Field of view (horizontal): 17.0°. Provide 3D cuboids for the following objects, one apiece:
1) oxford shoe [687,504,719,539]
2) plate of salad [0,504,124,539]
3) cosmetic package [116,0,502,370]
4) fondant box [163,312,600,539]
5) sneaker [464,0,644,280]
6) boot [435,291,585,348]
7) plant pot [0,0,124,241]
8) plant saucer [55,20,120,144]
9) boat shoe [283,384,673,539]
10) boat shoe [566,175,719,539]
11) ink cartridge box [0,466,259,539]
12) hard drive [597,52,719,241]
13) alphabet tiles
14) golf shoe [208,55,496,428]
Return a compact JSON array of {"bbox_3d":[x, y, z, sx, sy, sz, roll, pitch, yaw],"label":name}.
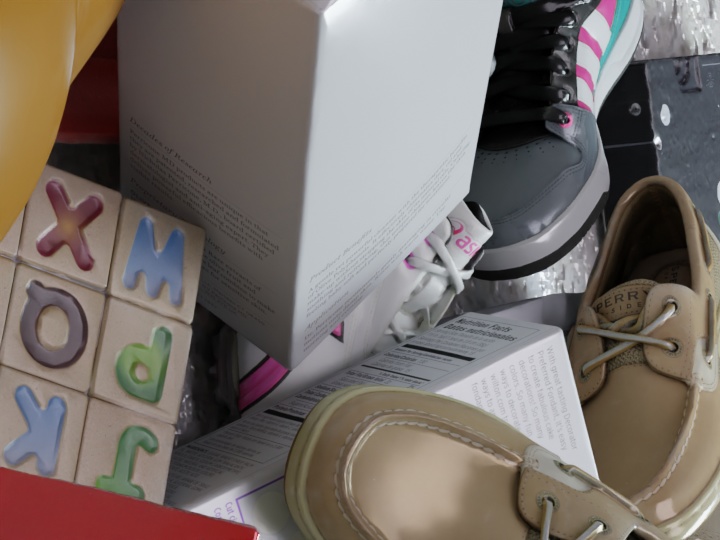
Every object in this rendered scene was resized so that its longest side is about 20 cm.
[{"bbox_3d":[0.143,0.139,0.991,0.071,0.074,0.200,12,78,-25],"label":"oxford shoe"},{"bbox_3d":[-0.091,0.152,0.689,0.200,0.048,0.200,-7,115,-16],"label":"plate of salad"},{"bbox_3d":[-0.014,-0.071,0.770,0.108,0.085,0.200,-44,159,-28],"label":"cosmetic package"},{"bbox_3d":[-0.005,0.118,0.830,0.200,0.058,0.144,-24,107,-28],"label":"fondant box"},{"bbox_3d":[0.066,-0.101,1.010,0.200,0.084,0.121,-72,146,-43],"label":"sneaker"},{"bbox_3d":[0.070,0.061,1.002,0.200,0.073,0.096,-7,84,-58],"label":"boot"},{"bbox_3d":[-0.146,-0.084,0.609,0.183,0.200,0.200,-44,123,-66],"label":"plant pot"},{"bbox_3d":[-0.043,-0.133,0.787,0.200,0.037,0.200,-58,163,14],"label":"plant saucer"},{"bbox_3d":[0.063,0.096,0.799,0.200,0.065,0.072,33,76,-31],"label":"boat shoe"},{"bbox_3d":[0.107,0.036,0.949,0.200,0.071,0.065,-73,144,-55],"label":"boat shoe"},{"bbox_3d":[-0.133,0.130,0.591,0.045,0.176,0.200,93,10,-71],"label":"ink cartridge box"},{"bbox_3d":[0.167,-0.006,1.194,0.140,0.038,0.200,-13,96,-56],"label":"hard drive"},{"bbox_3d":[-0.137,0.034,0.701,0.200,0.008,0.167,22,66,-35],"label":"alphabet tiles"},{"bbox_3d":[0.000,0.000,0.891,0.073,0.092,0.200,29,63,-57],"label":"golf shoe"}]
